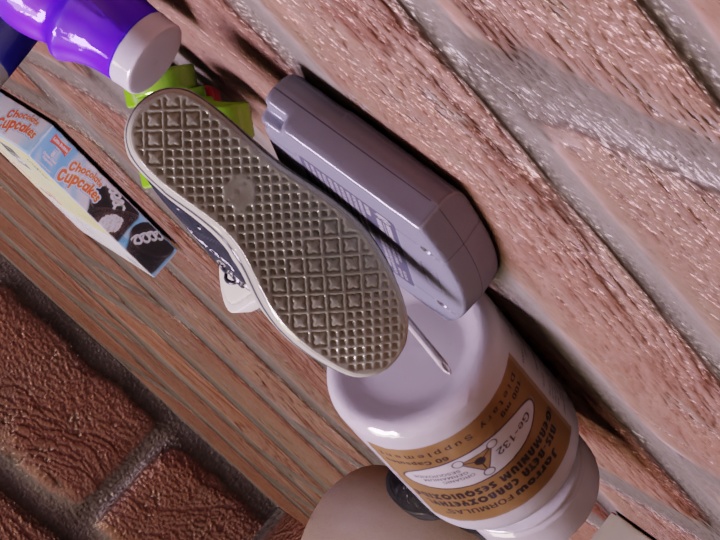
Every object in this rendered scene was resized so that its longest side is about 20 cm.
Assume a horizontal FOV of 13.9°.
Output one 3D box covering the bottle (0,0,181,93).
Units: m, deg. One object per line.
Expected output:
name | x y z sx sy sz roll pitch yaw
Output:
bottle | -0.191 -0.174 1.683 0.200 0.065 0.084 36 172 18

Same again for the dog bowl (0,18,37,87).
dog bowl | -0.300 -0.204 1.962 0.200 0.079 0.200 38 171 7

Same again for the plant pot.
plant pot | 0.074 0.294 2.761 0.200 0.187 0.187 13 156 41

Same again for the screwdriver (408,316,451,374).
screwdriver | 0.000 0.000 1.754 0.029 0.028 0.200 0 -143 -30

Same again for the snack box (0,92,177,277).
snack box | -0.254 -0.078 2.584 0.116 0.037 0.200 31 168 44

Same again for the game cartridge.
game cartridge | 0.015 -0.034 1.648 0.133 0.041 0.200 41 173 14

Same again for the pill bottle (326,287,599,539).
pill bottle | 0.070 0.094 1.820 0.114 0.114 0.200 32 170 39

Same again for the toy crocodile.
toy crocodile | -0.108 -0.090 1.818 0.200 0.062 0.068 174 85 -81

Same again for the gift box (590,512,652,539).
gift box | 0.194 0.310 2.192 0.200 0.187 0.185 33 170 30

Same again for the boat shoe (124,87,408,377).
boat shoe | -0.050 -0.022 1.638 0.200 0.075 0.062 44 177 -2

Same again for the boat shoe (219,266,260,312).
boat shoe | -0.029 -0.008 1.894 0.060 0.072 0.202 -1 175 -24

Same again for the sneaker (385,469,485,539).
sneaker | 0.072 0.177 2.475 0.200 0.060 0.104 22 163 48
